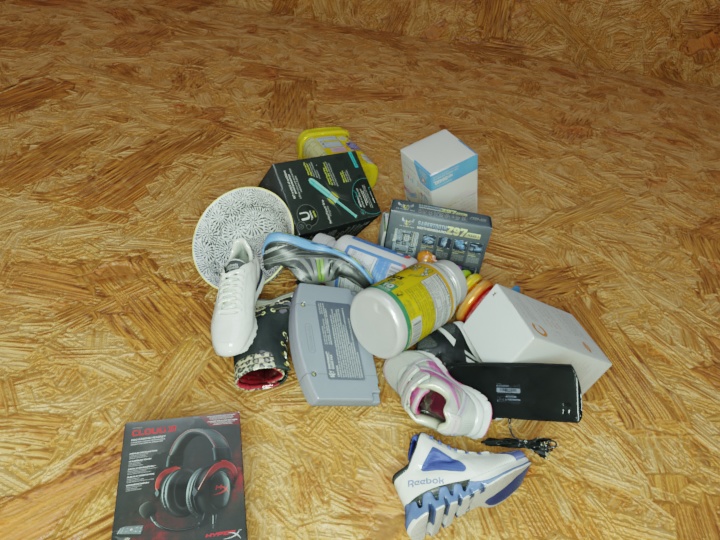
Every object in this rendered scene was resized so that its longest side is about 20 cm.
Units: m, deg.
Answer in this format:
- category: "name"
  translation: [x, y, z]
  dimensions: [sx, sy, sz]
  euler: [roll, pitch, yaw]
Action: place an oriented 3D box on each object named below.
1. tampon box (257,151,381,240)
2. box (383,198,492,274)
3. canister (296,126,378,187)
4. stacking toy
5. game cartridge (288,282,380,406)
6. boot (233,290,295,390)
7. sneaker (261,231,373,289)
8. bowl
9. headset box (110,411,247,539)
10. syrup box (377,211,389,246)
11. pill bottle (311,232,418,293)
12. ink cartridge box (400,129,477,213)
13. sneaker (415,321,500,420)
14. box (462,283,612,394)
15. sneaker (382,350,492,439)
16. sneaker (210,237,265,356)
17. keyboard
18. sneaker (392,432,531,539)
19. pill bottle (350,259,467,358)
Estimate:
- category: "tampon box"
  translation: [-0.089, -0.136, 1.174]
  dimensions: [0.197, 0.126, 0.152]
  euler: [-16, 79, -33]
- category: "box"
  translation: [0.143, -0.045, 1.132]
  dimensions: [0.196, 0.160, 0.051]
  euler: [9, 36, 1]
- category: "canister"
  translation: [-0.059, -0.277, 1.460]
  dimensions: [0.146, 0.088, 0.201]
  euler: [-11, 42, -25]
- category: "stacking toy"
  translation: [0.176, 0.032, 1.052]
  dimensions: [0.199, 0.111, 0.115]
  euler: [41, 45, 22]
- category: "game cartridge"
  translation: [-0.046, 0.116, 0.909]
  dimensions: [0.131, 0.042, 0.203]
  euler: [5, 53, -26]
- category: "boot"
  translation: [-0.121, 0.113, 0.940]
  dimensions: [0.200, 0.074, 0.155]
  euler: [-6, 42, -17]
- category: "sneaker"
  translation: [-0.073, -0.004, 0.987]
  dimensions: [0.196, 0.084, 0.071]
  euler: [16, 1, -7]
- category: "bowl"
  translation: [-0.203, -0.043, 1.079]
  dimensions: [0.197, 0.094, 0.205]
  euler: [-4, 70, 12]
- category: "headset box"
  translation: [-0.216, 0.264, 0.706]
  dimensions: [0.146, 0.076, 0.201]
  euler: [-2, 38, -14]
- category: "syrup box"
  translation: [0.138, -0.061, 1.217]
  dimensions: [0.196, 0.083, 0.079]
  euler: [6, 38, -5]
- category: "pill bottle"
  translation: [0.000, 0.000, 1.079]
  dimensions: [0.197, 0.114, 0.112]
  euler: [21, 37, 15]
- category: "ink cartridge box"
  translation: [0.181, -0.185, 1.313]
  dimensions: [0.124, 0.202, 0.129]
  euler: [-26, 46, -15]
- category: "sneaker"
  translation: [0.145, 0.169, 0.931]
  dimensions: [0.110, 0.074, 0.201]
  euler: [-9, 36, -11]
- category: "box"
  translation: [0.283, 0.121, 0.931]
  dimensions: [0.198, 0.098, 0.125]
  euler: [20, 28, -31]
- category: "sneaker"
  translation: [0.095, 0.175, 0.851]
  dimensions: [0.087, 0.083, 0.199]
  euler: [11, 10, -42]
- category: "sneaker"
  translation: [-0.198, 0.041, 0.901]
  dimensions: [0.075, 0.081, 0.202]
  euler: [-2, 46, 0]
- category: "keyboard"
  translation: [0.215, 0.197, 0.828]
  dimensions: [0.197, 0.130, 0.020]
  euler: [-5, -10, 34]
- category: "sneaker"
  translation: [0.124, 0.264, 0.779]
  dimensions: [0.196, 0.082, 0.116]
  euler: [-12, 43, -24]
- category: "pill bottle"
  translation: [0.086, 0.052, 0.939]
  dimensions: [0.112, 0.114, 0.198]
  euler: [34, 41, 31]
